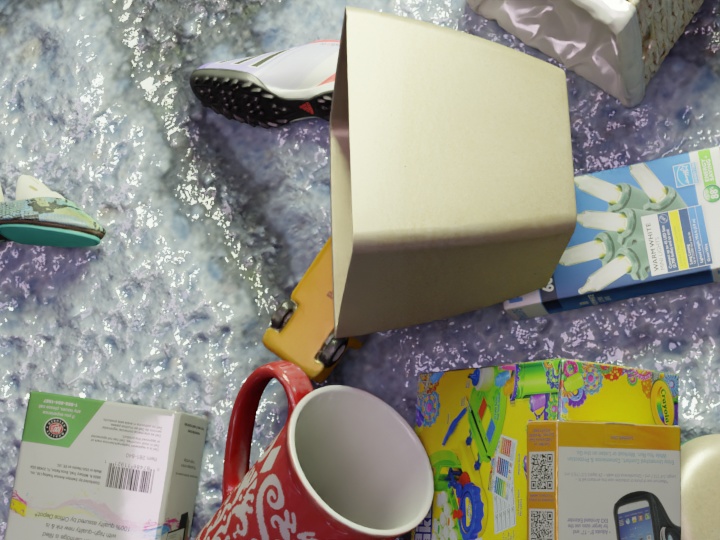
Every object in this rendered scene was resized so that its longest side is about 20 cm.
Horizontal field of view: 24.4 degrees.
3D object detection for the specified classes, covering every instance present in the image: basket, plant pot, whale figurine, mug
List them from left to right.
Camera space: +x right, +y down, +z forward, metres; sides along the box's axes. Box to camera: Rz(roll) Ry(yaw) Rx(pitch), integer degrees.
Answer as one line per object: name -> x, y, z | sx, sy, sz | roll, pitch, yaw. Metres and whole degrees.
mug -> -0.049, 0.187, 1.363 | 0.200, 0.133, 0.179 | -49, 33, 39
plant pot -> 0.069, -0.073, 1.312 | 0.175, 0.200, 0.202 | 0, 68, -5
basket -> 0.186, -0.273, 1.378 | 0.199, 0.198, 0.161 | 35, 86, 18
whale figurine -> 0.299, 0.225, 1.320 | 0.159, 0.104, 0.200 | -42, 96, -21

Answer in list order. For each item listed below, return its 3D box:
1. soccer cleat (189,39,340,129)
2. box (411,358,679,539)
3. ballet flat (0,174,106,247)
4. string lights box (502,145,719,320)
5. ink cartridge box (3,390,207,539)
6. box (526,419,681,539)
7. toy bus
soccer cleat -> -0.056, -0.174, 1.496 | 0.198, 0.068, 0.074 | 4, 57, 19
box -> 0.139, 0.180, 1.296 | 0.192, 0.121, 0.202 | -11, 74, 57
ballet flat -> -0.328, -0.057, 1.536 | 0.198, 0.074, 0.075 | -1, 80, 13
string lights box -> 0.213, -0.029, 1.396 | 0.198, 0.059, 0.104 | -12, 77, 12
ink cartridge box -> -0.226, 0.216, 1.452 | 0.143, 0.084, 0.202 | 6, 81, 15
box -> 0.173, 0.208, 1.178 | 0.041, 0.118, 0.202 | -7, 79, 57
toy bus -> 0.000, 0.000, 1.435 | 0.065, 0.078, 0.201 | 34, 90, 16
